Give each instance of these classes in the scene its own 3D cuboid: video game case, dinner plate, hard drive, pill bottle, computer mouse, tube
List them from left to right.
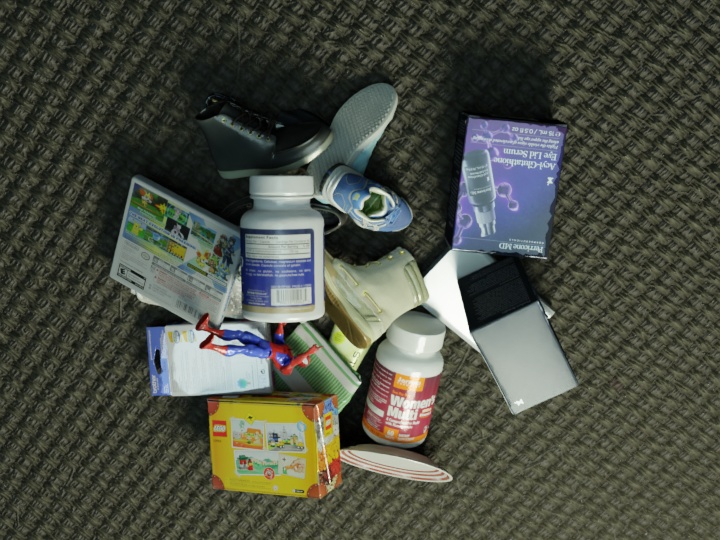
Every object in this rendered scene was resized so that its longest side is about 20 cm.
[{"bbox_3d":[-0.276,-0.023,1.404,0.200,0.022,0.183,28,119,12],"label":"video game case"},{"bbox_3d":[-0.135,-0.220,1.388,0.199,0.034,0.059,15,111,-4],"label":"computer mouse"},{"bbox_3d":[-0.110,-0.034,1.315,0.119,0.120,0.201,0,96,1],"label":"pill bottle"},{"bbox_3d":[-0.040,0.162,1.525,0.058,0.052,0.200,13,109,-40],"label":"tube"},{"bbox_3d":[0.054,0.313,1.528,0.199,0.200,0.024,13,69,-4],"label":"dinner plate"},{"bbox_3d":[0.072,0.174,1.493,0.109,0.110,0.201,10,111,-3],"label":"pill bottle"},{"bbox_3d":[0.192,0.049,1.489,0.200,0.026,0.132,39,106,-13],"label":"hard drive"}]

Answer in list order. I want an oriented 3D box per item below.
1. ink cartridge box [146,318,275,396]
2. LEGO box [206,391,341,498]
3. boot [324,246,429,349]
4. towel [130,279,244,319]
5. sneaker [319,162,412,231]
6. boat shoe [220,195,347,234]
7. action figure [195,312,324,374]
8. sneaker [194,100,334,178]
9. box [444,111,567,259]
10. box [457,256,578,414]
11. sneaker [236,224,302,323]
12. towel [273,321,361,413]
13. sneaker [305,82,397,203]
[{"bbox_3d":[-0.242,0.140,1.506,0.199,0.042,0.120,-3,98,4],"label":"ink cartridge box"},{"bbox_3d":[-0.138,0.272,1.484,0.199,0.077,0.150,0,95,24],"label":"LEGO box"},{"bbox_3d":[0.000,0.000,1.422,0.154,0.072,0.200,-34,87,-28],"label":"boot"},{"bbox_3d":[-0.260,0.001,1.472,0.199,0.034,0.133,8,111,-3],"label":"towel"},{"bbox_3d":[0.021,-0.090,1.366,0.200,0.077,0.076,18,106,-54],"label":"sneaker"},{"bbox_3d":[-0.120,-0.082,1.427,0.199,0.057,0.067,-4,111,2],"label":"boat shoe"},{"bbox_3d":[-0.140,0.103,1.419,0.200,0.065,0.099,25,123,-40],"label":"action figure"},{"bbox_3d":[-0.143,-0.198,1.339,0.199,0.075,0.106,-10,128,25],"label":"sneaker"},{"bbox_3d":[0.210,-0.126,1.370,0.147,0.104,0.201,4,102,-1],"label":"box"},{"bbox_3d":[0.228,0.088,1.384,0.107,0.200,0.149,-26,109,10],"label":"box"},{"bbox_3d":[-0.145,0.009,1.409,0.200,0.094,0.070,34,120,-24],"label":"sneaker"},{"bbox_3d":[-0.104,0.197,1.518,0.153,0.023,0.200,45,108,14],"label":"towel"},{"bbox_3d":[-0.011,-0.187,1.390,0.074,0.082,0.200,38,89,18],"label":"sneaker"}]
